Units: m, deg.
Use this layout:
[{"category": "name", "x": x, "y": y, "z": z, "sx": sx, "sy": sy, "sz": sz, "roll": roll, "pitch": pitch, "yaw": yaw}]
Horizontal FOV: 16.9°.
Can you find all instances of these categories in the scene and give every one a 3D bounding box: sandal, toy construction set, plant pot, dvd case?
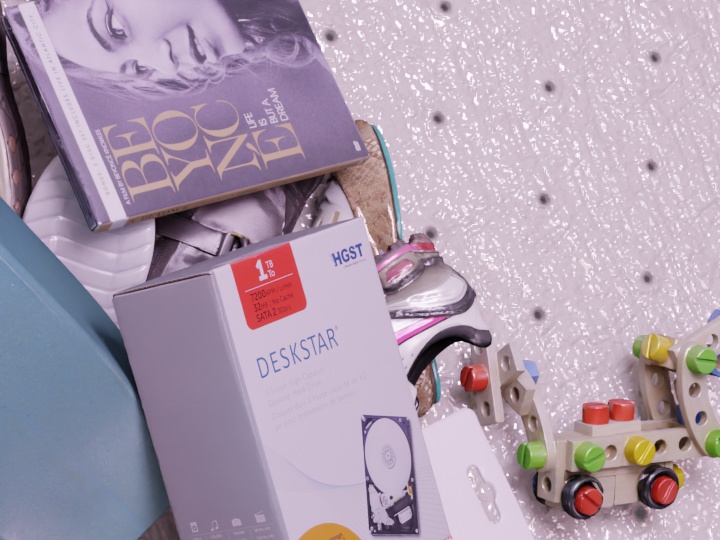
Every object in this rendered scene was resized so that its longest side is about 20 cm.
[{"category": "sandal", "x": -0.169, "y": 0.019, "z": 1.486, "sx": 0.082, "sy": 0.050, "sz": 0.203, "roll": 4, "pitch": 94, "yaw": -2}, {"category": "toy construction set", "x": 0.164, "y": 0.090, "z": 1.600, "sx": 0.199, "sy": 0.092, "sz": 0.132, "roll": -1, "pitch": 100, "yaw": -16}, {"category": "plant pot", "x": -0.196, "y": 0.073, "z": 1.401, "sx": 0.200, "sy": 0.141, "sz": 0.141, "roll": 43, "pitch": 94, "yaw": -14}, {"category": "dvd case", "x": -0.105, "y": -0.112, "z": 1.490, "sx": 0.200, "sy": 0.016, "sz": 0.149, "roll": -16, "pitch": 75, "yaw": -33}]

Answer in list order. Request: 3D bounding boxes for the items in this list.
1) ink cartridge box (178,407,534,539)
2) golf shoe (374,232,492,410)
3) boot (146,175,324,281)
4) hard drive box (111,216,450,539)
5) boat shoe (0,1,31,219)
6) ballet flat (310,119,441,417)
[{"category": "ink cartridge box", "x": 0.000, "y": 0.177, "z": 1.515, "sx": 0.200, "sy": 0.068, "sz": 0.115, "roll": -23, "pitch": 85, "yaw": -27}, {"category": "golf shoe", "x": -0.011, "y": 0.070, "z": 1.502, "sx": 0.200, "sy": 0.073, "sz": 0.092, "roll": -40, "pitch": 80, "yaw": 3}, {"category": "boot", "x": -0.113, "y": -0.054, "z": 1.536, "sx": 0.200, "sy": 0.069, "sz": 0.174, "roll": 27, "pitch": 76, "yaw": -2}, {"category": "hard drive box", "x": -0.043, "y": 0.086, "z": 1.388, "sx": 0.156, "sy": 0.077, "sz": 0.200, "roll": -23, "pitch": 98, "yaw": -54}, {"category": "boat shoe", "x": -0.249, "y": -0.094, "z": 1.494, "sx": 0.073, "sy": 0.074, "sz": 0.201, "roll": -9, "pitch": 85, "yaw": 2}, {"category": "ballet flat", "x": 0.000, "y": 0.000, "z": 1.570, "sx": 0.065, "sy": 0.071, "sz": 0.200, "roll": -10, "pitch": 76, "yaw": -17}]
